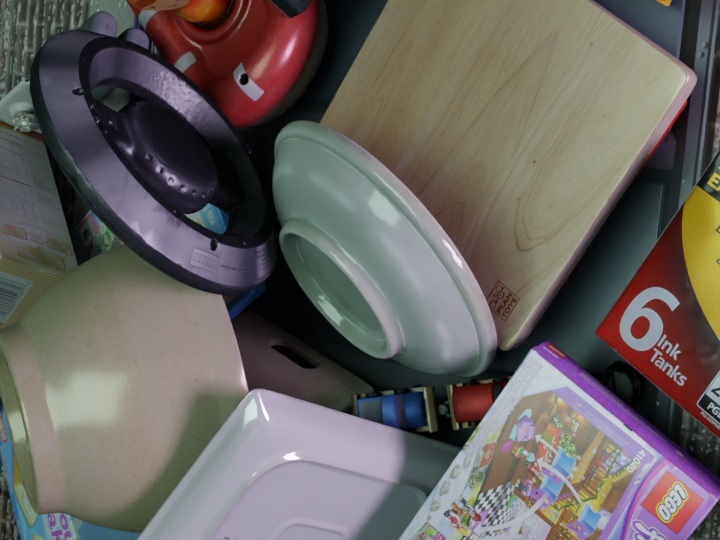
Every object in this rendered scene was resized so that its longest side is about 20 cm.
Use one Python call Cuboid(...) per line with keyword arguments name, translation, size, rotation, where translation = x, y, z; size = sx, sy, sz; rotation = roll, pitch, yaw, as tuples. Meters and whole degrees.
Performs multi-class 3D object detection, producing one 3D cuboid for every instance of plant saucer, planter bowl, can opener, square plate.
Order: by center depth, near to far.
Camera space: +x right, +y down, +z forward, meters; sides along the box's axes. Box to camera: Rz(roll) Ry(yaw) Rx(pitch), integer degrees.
Cuboid(name="plant saucer", translation=(0.000, 0.000, 0.850), size=(0.050, 0.201, 0.200), rotation=(-40, 65, -17))
Cuboid(name="square plate", translation=(-0.046, 0.175, 0.858), size=(0.201, 0.197, 0.029), rotation=(-53, 44, 18))
Cuboid(name="planter bowl", translation=(-0.164, 0.083, 0.881), size=(0.200, 0.133, 0.203), rotation=(167, 90, -69))
Cuboid(name="can opener", translation=(-0.221, -0.149, 1.014), size=(0.199, 0.052, 0.067), rotation=(-18, 56, 54))

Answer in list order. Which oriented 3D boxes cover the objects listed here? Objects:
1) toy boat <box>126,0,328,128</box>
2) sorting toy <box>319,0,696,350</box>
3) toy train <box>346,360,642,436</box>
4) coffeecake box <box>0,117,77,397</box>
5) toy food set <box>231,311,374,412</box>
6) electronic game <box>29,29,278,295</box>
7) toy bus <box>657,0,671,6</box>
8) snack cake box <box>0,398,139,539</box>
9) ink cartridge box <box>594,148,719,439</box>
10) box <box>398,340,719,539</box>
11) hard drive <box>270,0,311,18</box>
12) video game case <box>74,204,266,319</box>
Cuboid(name="toy boat", translation=(-0.115, -0.196, 0.946), size=(0.130, 0.130, 0.201), rotation=(-43, 70, 25))
Cuboid(name="sorting toy", translation=(0.088, -0.091, 0.858), size=(0.198, 0.069, 0.201), rotation=(41, 112, 24))
Cuboid(name="toy train", translation=(0.080, 0.085, 0.859), size=(0.197, 0.046, 0.035), rotation=(-9, 87, 19))
Cuboid(name="coffeecake box", translation=(-0.304, -0.012, 1.059), size=(0.154, 0.072, 0.201), rotation=(-50, 42, 23))
Cuboid(name="toy food set", translation=(-0.072, 0.148, 0.978), size=(0.143, 0.060, 0.203), rotation=(29, 105, 40))
Cuboid(name="electronic game", translation=(-0.125, -0.070, 0.845), size=(0.041, 0.199, 0.201), rotation=(-39, 72, 22))
Cuboid(name="toy bus", translation=(0.153, -0.216, 0.746), size=(0.192, 0.199, 0.136), rotation=(40, 108, 16))
Cuboid(name="snack cake box", translation=(-0.217, 0.177, 1.035), size=(0.115, 0.066, 0.203), rotation=(-29, 74, 54))
Cuboid(name="ink cartridge box", translation=(0.263, 0.025, 0.743), size=(0.200, 0.083, 0.177), rotation=(41, 111, 25))
Cuboid(name="box", translation=(0.107, 0.164, 0.813), size=(0.136, 0.039, 0.201), rotation=(39, 110, 17))
Cuboid(name="hard drive", translation=(-0.075, -0.284, 0.873), size=(0.140, 0.199, 0.033), rotation=(-55, 19, -13))
Cuboid(name="video game case", translation=(-0.147, -0.010, 0.998), size=(0.200, 0.018, 0.145), rotation=(-37, 71, 48))
